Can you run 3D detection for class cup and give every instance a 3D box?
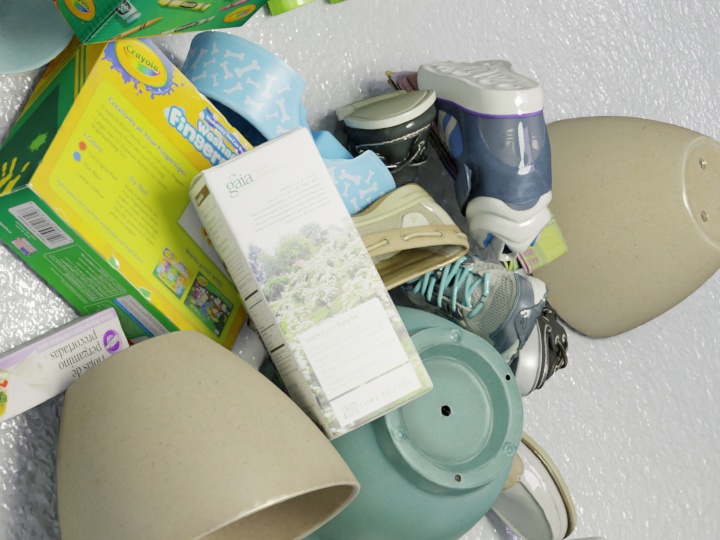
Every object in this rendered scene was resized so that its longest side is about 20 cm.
[{"bbox_3d":[-0.121,0.126,1.392,0.200,0.200,0.143,-10,67,-49],"label":"cup"},{"bbox_3d":[0.255,-0.053,1.870,0.200,0.143,0.201,19,64,-44],"label":"cup"}]

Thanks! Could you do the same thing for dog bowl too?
[{"bbox_3d":[-0.061,-0.094,1.571,0.200,0.111,0.050,45,65,-30],"label":"dog bowl"}]

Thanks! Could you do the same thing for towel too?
[{"bbox_3d":[0.100,-0.088,1.751,0.200,0.023,0.144,57,23,4],"label":"towel"}]

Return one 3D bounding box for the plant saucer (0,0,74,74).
[{"bbox_3d":[-0.270,-0.225,1.427,0.201,0.039,0.201,16,67,-45],"label":"plant saucer"}]

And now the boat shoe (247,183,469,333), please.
[{"bbox_3d":[0.000,0.001,1.543,0.063,0.073,0.201,41,42,17],"label":"boat shoe"}]

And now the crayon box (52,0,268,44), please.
[{"bbox_3d":[-0.149,-0.225,1.462,0.119,0.058,0.200,55,30,9],"label":"crayon box"}]

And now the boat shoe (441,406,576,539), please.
[{"bbox_3d":[0.095,0.150,1.699,0.200,0.075,0.068,53,46,-8],"label":"boat shoe"}]

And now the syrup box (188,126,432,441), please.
[{"bbox_3d":[-0.036,0.011,1.428,0.079,0.081,0.200,-26,87,-14],"label":"syrup box"}]

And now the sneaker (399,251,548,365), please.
[{"bbox_3d":[0.073,0.018,1.642,0.086,0.200,0.078,28,89,-23],"label":"sneaker"}]

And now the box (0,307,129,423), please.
[{"bbox_3d":[-0.233,0.075,1.375,0.200,0.041,0.039,-27,100,-49],"label":"box"}]

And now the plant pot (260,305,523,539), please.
[{"bbox_3d":[0.036,0.112,1.550,0.200,0.134,0.201,9,70,-28],"label":"plant pot"}]

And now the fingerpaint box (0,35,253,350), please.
[{"bbox_3d":[-0.154,-0.048,1.476,0.200,0.073,0.167,46,49,-30],"label":"fingerpaint box"}]

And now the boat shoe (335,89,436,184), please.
[{"bbox_3d":[0.022,-0.099,1.624,0.074,0.199,0.066,-18,98,-11],"label":"boat shoe"}]

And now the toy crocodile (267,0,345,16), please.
[{"bbox_3d":[-0.032,-0.247,1.681,0.200,0.062,0.068,-21,94,-49],"label":"toy crocodile"}]

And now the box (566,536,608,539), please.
[{"bbox_3d":[0.107,0.329,1.555,0.171,0.200,0.199,58,44,-21],"label":"box"}]

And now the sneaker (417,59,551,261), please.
[{"bbox_3d":[0.095,-0.083,1.646,0.080,0.200,0.147,-6,104,-13],"label":"sneaker"}]

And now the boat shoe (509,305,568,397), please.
[{"bbox_3d":[0.139,0.057,1.702,0.200,0.057,0.069,-91,-167,-78],"label":"boat shoe"}]
